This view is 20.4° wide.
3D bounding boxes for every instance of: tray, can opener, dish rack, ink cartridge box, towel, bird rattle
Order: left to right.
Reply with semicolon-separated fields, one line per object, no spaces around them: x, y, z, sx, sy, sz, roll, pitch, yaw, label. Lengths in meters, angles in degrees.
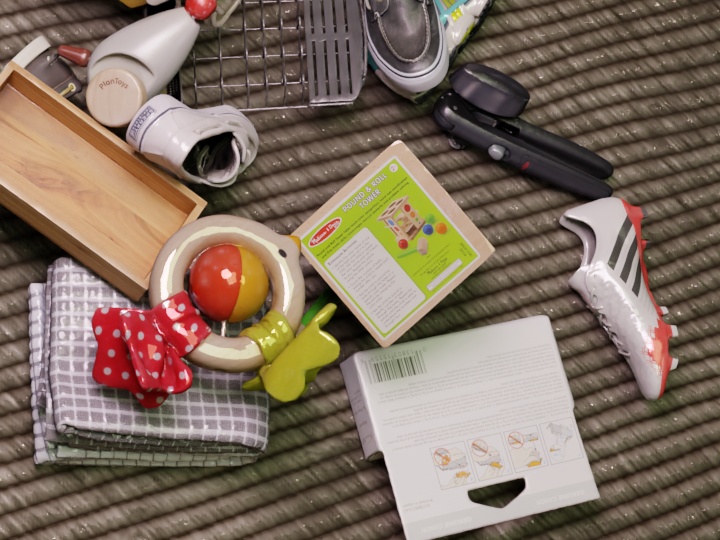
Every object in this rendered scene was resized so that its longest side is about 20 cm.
-0.236;-0.073;1.649;0.200;0.037;0.099;36;60;-6;tray
-0.175;0.076;1.676;0.199;0.086;0.167;4;71;-19;towel
-0.116;0.036;1.617;0.199;0.113;0.164;6;70;-8;bird rattle
-0.093;-0.212;1.797;0.199;0.055;0.154;-3;73;-4;dish rack
0.098;0.142;1.780;0.199;0.044;0.174;-10;77;-23;ink cartridge box
0.155;-0.118;1.878;0.199;0.079;0.064;31;56;-19;can opener

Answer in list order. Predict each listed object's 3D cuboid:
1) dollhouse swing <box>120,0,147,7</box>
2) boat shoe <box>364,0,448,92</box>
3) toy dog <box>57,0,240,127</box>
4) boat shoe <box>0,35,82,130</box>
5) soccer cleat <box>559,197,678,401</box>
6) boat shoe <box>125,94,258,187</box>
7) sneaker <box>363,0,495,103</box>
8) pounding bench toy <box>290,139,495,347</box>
-0.177;-0.366;1.740;0.182;0.175;0.201;32;38;-55;dollhouse swing
0.029;-0.254;1.826;0.072;0.071;0.201;-17;58;1;boat shoe
-0.181;-0.213;1.690;0.096;0.132;0.200;34;77;1;toy dog
-0.318;-0.112;1.691;0.061;0.072;0.201;46;68;-9;boat shoe
0.237;0.027;1.861;0.085;0.069;0.201;-5;71;-13;soccer cleat
-0.126;-0.103;1.703;0.066;0.200;0.072;38;96;18;boat shoe
0.078;-0.250;1.887;0.079;0.078;0.200;35;64;4;sneaker
0.000;0.000;1.740;0.200;0.156;0.124;-42;91;1;pounding bench toy
